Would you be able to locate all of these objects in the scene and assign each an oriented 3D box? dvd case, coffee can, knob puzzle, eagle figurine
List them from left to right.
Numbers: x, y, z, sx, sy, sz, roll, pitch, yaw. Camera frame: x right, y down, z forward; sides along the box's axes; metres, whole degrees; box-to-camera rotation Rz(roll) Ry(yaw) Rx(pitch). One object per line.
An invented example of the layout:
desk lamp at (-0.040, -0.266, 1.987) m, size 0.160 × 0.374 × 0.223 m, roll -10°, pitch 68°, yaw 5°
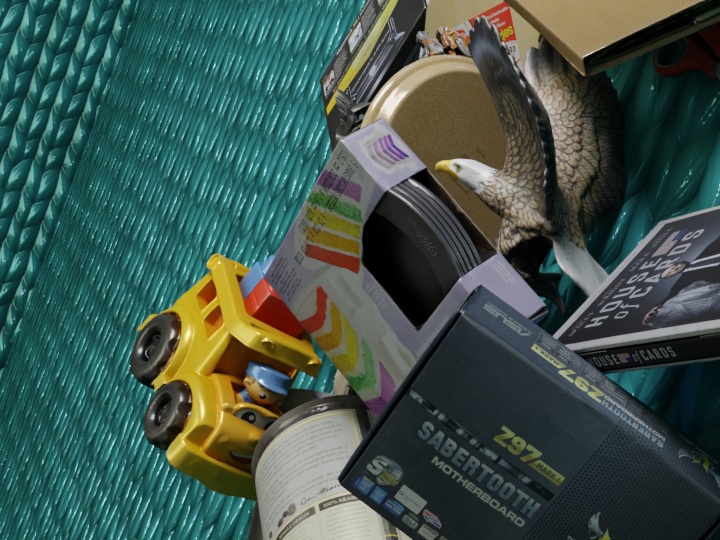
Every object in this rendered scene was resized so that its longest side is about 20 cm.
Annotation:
coffee can at (-0.004, 0.218, 1.052) m, size 0.147 × 0.146 × 0.200 m, roll -58°, pitch 26°, yaw 27°
knob puzzle at (0.115, -0.194, 1.181) m, size 0.220 × 0.030 × 0.220 m, roll 35°, pitch 131°, yaw 54°
eagle figurine at (0.127, -0.076, 0.984) m, size 0.152 × 0.150 × 0.201 m, roll -121°, pitch 46°, yaw -74°
dvd case at (0.209, 0.005, 0.809) m, size 0.150 × 0.025 × 0.200 m, roll -43°, pitch 12°, yaw -26°

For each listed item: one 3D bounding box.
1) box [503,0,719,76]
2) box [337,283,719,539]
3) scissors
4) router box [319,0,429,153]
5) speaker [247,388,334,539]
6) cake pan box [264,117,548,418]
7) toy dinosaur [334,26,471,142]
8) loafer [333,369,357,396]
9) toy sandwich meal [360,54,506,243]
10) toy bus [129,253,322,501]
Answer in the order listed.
box at (0.198, -0.213, 0.971) m, size 0.163 × 0.021 × 0.200 m, roll -25°, pitch 32°, yaw -1°
box at (0.107, 0.129, 0.827) m, size 0.158 × 0.200 × 0.051 m, roll -56°, pitch -5°, yaw 28°
scissors at (0.256, -0.146, 0.927) m, size 0.073 × 0.014 × 0.200 m, roll -61°, pitch 24°, yaw 18°
router box at (0.029, -0.232, 1.441) m, size 0.200 × 0.052 × 0.157 m, roll -56°, pitch 27°, yaw 31°
speaker at (-0.058, 0.215, 1.258) m, size 0.081 × 0.081 × 0.201 m, roll -22°, pitch 52°, yaw 60°
cake pan box at (0.027, 0.013, 0.981) m, size 0.052 × 0.184 × 0.200 m, roll -33°, pitch -13°, yaw -36°
toy dinosaur at (0.050, -0.114, 1.147) m, size 0.102 × 0.135 × 0.200 m, roll 82°, pitch -171°, yaw -54°
loafer at (0.031, 0.050, 1.206) m, size 0.200 × 0.076 × 0.068 m, roll -65°, pitch 21°, yaw -9°
toy sandwich meal at (0.065, -0.071, 1.078) m, size 0.070 × 0.205 × 0.206 m, roll 4°, pitch 75°, yaw 58°
toy bus at (-0.097, 0.078, 1.211) m, size 0.192 × 0.136 × 0.200 m, roll -46°, pitch 36°, yaw 20°
